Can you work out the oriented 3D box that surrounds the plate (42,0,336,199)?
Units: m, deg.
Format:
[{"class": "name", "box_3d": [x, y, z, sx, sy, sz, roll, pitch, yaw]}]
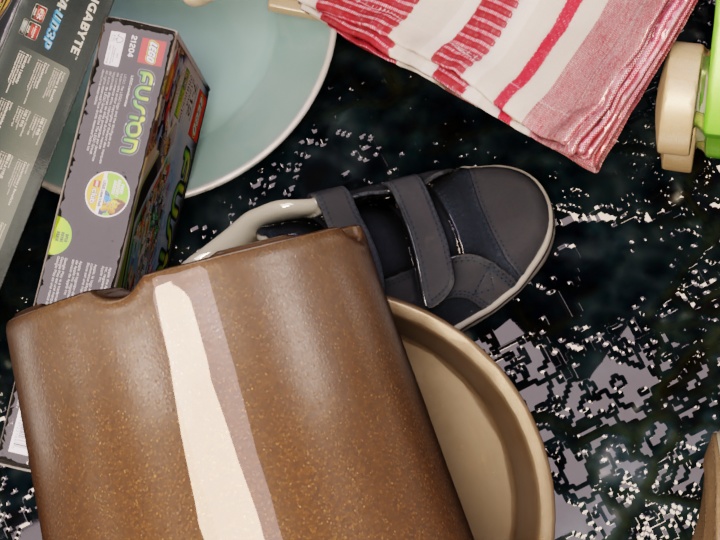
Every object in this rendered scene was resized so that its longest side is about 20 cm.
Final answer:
[{"class": "plate", "box_3d": [-0.108, -0.123, 1.082, 0.198, 0.026, 0.202, -2, 71, 5]}]

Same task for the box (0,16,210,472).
[{"class": "box", "box_3d": [-0.114, -0.004, 0.980, 0.034, 0.110, 0.202, 12, 83, 6]}]

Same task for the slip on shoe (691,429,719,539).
[{"class": "slip on shoe", "box_3d": [0.149, 0.167, 0.940, 0.060, 0.076, 0.202, -2, 77, 17]}]

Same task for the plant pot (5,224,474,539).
[{"class": "plant pot", "box_3d": [-0.044, 0.095, 0.857, 0.199, 0.200, 0.200, -14, 88, 0]}]

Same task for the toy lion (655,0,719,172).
[{"class": "toy lion", "box_3d": [0.178, -0.141, 0.976, 0.068, 0.200, 0.194, 6, 91, 9]}]

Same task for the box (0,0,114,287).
[{"class": "box", "box_3d": [-0.199, -0.054, 0.993, 0.158, 0.046, 0.202, 10, 77, 55]}]

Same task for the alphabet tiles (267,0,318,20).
[{"class": "alphabet tiles", "box_3d": [0.033, -0.191, 1.085, 0.198, 0.006, 0.168, 10, 66, 3]}]

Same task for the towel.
[{"class": "towel", "box_3d": [0.066, -0.144, 0.937, 0.200, 0.023, 0.145, 33, 94, 41]}]

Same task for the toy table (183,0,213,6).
[{"class": "toy table", "box_3d": [-0.082, -0.210, 1.000, 0.199, 0.117, 0.185, -34, 82, 17]}]

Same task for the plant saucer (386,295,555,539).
[{"class": "plant saucer", "box_3d": [-0.013, 0.106, 0.957, 0.198, 0.029, 0.202, 1, 98, 5]}]

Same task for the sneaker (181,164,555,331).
[{"class": "sneaker", "box_3d": [0.000, 0.000, 1.003, 0.199, 0.080, 0.079, -24, 70, -4]}]
